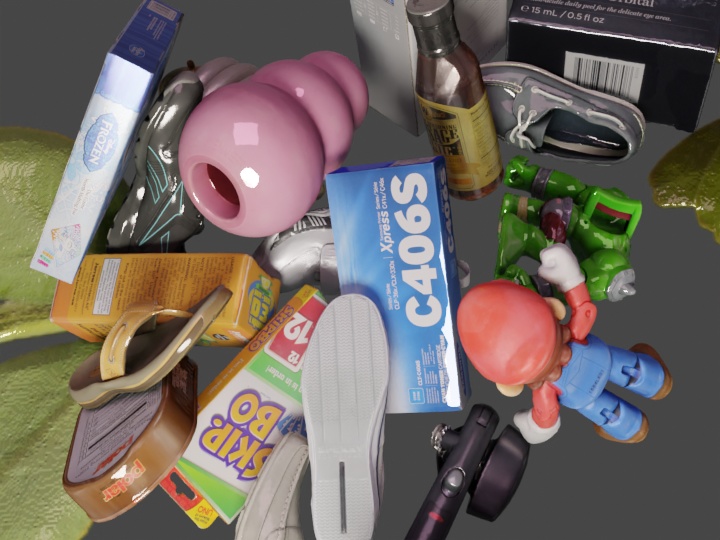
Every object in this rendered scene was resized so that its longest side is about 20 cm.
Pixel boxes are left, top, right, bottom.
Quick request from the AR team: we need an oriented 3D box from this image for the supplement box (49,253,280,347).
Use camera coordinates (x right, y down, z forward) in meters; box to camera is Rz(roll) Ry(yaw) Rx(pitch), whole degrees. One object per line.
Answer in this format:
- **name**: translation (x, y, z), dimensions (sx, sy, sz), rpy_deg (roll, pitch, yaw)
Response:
- **supplement box**: translation (-0.173, 0.026, 0.869), dimensions (0.196, 0.067, 0.070), rpy_deg (-2, 68, 24)

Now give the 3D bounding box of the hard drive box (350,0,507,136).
- **hard drive box**: translation (0.069, -0.255, 0.945), dimensions (0.076, 0.201, 0.156), rpy_deg (34, 69, 24)

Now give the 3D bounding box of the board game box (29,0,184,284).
- **board game box**: translation (-0.220, -0.122, 0.874), dimensions (0.043, 0.201, 0.201), rpy_deg (23, 24, -13)

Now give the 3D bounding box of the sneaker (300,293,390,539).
- **sneaker**: translation (-0.013, 0.122, 0.792), dimensions (0.071, 0.071, 0.205), rpy_deg (4, 82, 2)

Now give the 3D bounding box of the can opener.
- **can opener**: translation (0.062, 0.195, 0.774), dimensions (0.078, 0.064, 0.201), rpy_deg (27, 67, 20)

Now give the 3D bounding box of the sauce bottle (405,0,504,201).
- **sauce bottle**: translation (0.082, -0.155, 0.885), dimensions (0.065, 0.202, 0.067), rpy_deg (-13, 41, 12)

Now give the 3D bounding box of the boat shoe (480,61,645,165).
- **boat shoe**: translation (0.171, -0.146, 0.936), dimensions (0.196, 0.074, 0.062), rpy_deg (16, 34, 11)

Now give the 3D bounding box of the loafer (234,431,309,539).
- **loafer**: translation (-0.069, 0.229, 0.773), dimensions (0.068, 0.070, 0.204), rpy_deg (15, 70, 8)

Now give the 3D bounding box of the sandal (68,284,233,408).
- **sandal**: translation (-0.181, 0.056, 0.791), dimensions (0.198, 0.054, 0.081), rpy_deg (-24, 24, 38)

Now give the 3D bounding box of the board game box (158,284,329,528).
- **board game box**: translation (-0.083, 0.116, 0.821), dimensions (0.200, 0.096, 0.030), rpy_deg (-45, 31, -16)

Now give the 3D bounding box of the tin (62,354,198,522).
- **tin**: translation (-0.184, 0.121, 0.794), dimensions (0.112, 0.042, 0.200), rpy_deg (-42, 21, 6)

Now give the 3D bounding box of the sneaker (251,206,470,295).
- **sneaker**: translation (0.000, 0.000, 0.883), dimensions (0.196, 0.076, 0.116), rpy_deg (-21, 58, -8)

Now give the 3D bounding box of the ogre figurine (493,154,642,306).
- **ogre figurine**: translation (0.178, -0.029, 0.859), dimensions (0.117, 0.100, 0.200), rpy_deg (8, 19, 7)

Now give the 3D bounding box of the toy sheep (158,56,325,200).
- **toy sheep**: translation (-0.114, -0.126, 0.943), dimensions (0.199, 0.138, 0.138), rpy_deg (38, 71, 9)

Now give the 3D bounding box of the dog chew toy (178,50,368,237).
- **dog chew toy**: translation (-0.062, -0.118, 0.834), dimensions (0.123, 0.126, 0.200), rpy_deg (27, 48, 20)

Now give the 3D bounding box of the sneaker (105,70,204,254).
- **sneaker**: translation (-0.164, -0.081, 0.880), dimensions (0.078, 0.202, 0.076), rpy_deg (24, 33, -1)

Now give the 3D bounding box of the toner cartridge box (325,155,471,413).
- **toner cartridge box**: translation (0.033, 0.014, 0.812), dimensions (0.093, 0.043, 0.205), rpy_deg (-4, 101, 20)

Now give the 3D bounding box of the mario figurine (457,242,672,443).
- **mario figurine**: translation (0.149, 0.060, 0.774), dimensions (0.105, 0.198, 0.126), rpy_deg (-22, 48, 47)

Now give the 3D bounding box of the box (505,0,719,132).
- **box**: translation (0.257, -0.266, 0.976), dimensions (0.193, 0.118, 0.203), rpy_deg (12, 62, 14)
